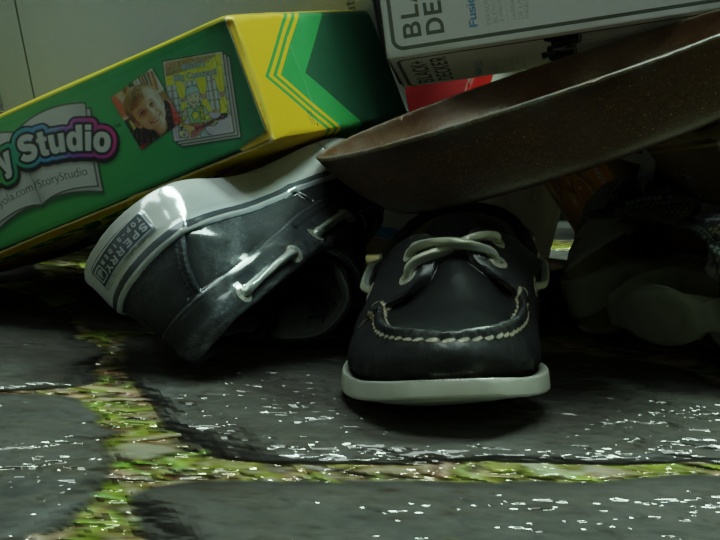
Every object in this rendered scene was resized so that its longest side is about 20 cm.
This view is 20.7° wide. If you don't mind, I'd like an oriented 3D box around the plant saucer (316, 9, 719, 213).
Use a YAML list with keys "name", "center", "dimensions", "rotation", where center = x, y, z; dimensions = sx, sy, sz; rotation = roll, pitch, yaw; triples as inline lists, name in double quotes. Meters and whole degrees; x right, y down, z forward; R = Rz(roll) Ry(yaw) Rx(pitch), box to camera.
- name: "plant saucer"
  center: [0.082, -0.062, 0.769]
  dimensions: [0.200, 0.035, 0.200]
  rotation: [-18, 8, 3]

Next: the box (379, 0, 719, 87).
- name: "box"
  center: [0.104, -0.155, 0.876]
  dimensions: [0.200, 0.117, 0.060]
  rotation: [-7, -6, 7]

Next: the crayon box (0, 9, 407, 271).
- name: "crayon box"
  center: [-0.101, -0.051, 0.856]
  dimensions: [0.200, 0.058, 0.173]
  rotation: [-21, 1, 20]

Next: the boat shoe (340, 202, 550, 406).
- name: "boat shoe"
  center: [0.035, 0.009, 0.713]
  dimensions: [0.074, 0.060, 0.200]
  rotation: [2, 6, 9]

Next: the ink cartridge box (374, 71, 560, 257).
- name: "ink cartridge box"
  center: [0.024, -0.078, 1.006]
  dimensions: [0.116, 0.067, 0.200]
  rotation: [6, -26, 26]

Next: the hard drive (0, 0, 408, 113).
- name: "hard drive"
  center: [-0.078, -0.087, 0.949]
  dimensions: [0.200, 0.132, 0.027]
  rotation: [-7, 9, 19]

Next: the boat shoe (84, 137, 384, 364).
- name: "boat shoe"
  center: [-0.029, -0.003, 0.781]
  dimensions: [0.068, 0.072, 0.200]
  rotation: [44, 20, 12]

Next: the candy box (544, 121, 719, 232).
- name: "candy box"
  center: [0.152, -0.037, 0.893]
  dimensions: [0.055, 0.116, 0.200]
  rotation: [-40, 21, -12]

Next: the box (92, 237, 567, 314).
- name: "box"
  center: [0.000, 0.000, 0.937]
  dimensions: [0.200, 0.021, 0.163]
  rotation: [5, 7, 26]

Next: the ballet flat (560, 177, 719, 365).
- name: "ballet flat"
  center: [0.122, 0.002, 0.815]
  dimensions: [0.072, 0.072, 0.200]
  rotation: [0, 6, -21]
